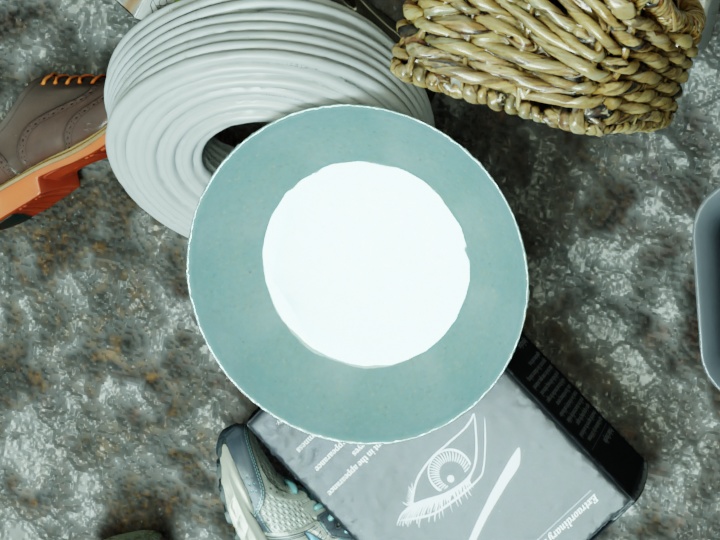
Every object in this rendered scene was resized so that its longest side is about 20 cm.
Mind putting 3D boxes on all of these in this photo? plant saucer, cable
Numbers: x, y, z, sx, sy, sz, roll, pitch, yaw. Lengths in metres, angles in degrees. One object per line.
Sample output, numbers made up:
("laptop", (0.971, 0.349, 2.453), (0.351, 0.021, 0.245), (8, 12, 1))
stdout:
("plant saucer", (0.000, 0.000, 1.124), (0.200, 0.039, 0.202), (3, 106, 11))
("cable", (-0.055, -0.081, 1.166), (0.199, 0.200, 0.069), (-5, 52, 13))

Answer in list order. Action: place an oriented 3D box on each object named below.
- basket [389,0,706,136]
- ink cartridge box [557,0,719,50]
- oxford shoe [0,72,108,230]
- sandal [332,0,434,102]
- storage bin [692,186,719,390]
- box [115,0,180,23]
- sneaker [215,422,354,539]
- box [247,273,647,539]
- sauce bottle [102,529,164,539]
("basket", (0.115, -0.160, 1.020), (0.142, 0.200, 0.150), (17, 103, 12))
("ink cartridge box", (0.159, -0.240, 1.146), (0.145, 0.083, 0.201), (16, 101, 12))
("oxford shoe", (-0.180, -0.103, 1.255), (0.200, 0.071, 0.073), (-31, 84, 16))
("sandal", (-0.043, -0.157, 1.221), (0.200, 0.055, 0.082), (38, 104, 7))
("storage bin", (0.299, 0.009, 1.120), (0.199, 0.134, 0.146), (-3, 96, 15))
("box", (-0.149, -0.240, 1.193), (0.200, 0.035, 0.110), (44, 108, 39))
("sneaker", (-0.021, 0.176, 1.259), (0.086, 0.078, 0.200), (-31, 97, 6))
("box", (0.056, 0.108, 1.206), (0.148, 0.104, 0.200), (-44, 87, 14))
("sauce bottle", (-0.136, 0.276, 1.296), (0.064, 0.065, 0.201), (-14, 94, 15))
